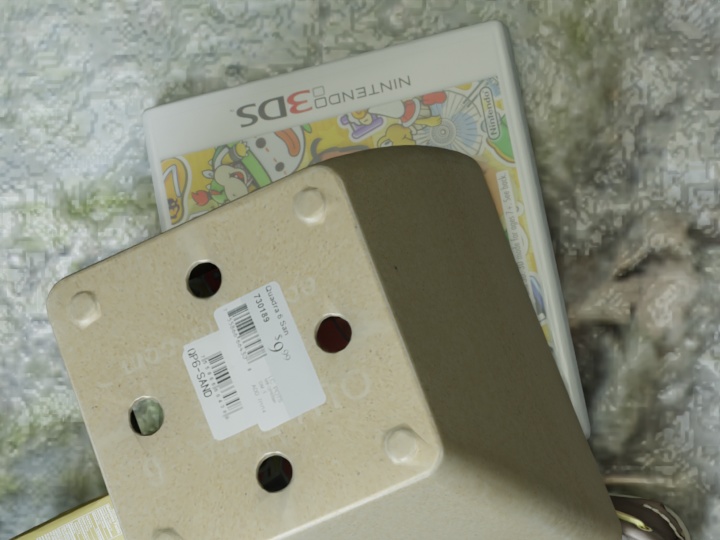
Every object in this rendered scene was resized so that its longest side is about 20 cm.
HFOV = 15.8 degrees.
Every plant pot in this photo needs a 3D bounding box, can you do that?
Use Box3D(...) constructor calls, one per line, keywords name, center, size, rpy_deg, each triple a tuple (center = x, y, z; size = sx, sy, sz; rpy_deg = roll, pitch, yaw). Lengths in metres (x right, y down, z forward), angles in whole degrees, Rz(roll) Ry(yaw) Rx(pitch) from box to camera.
Box3D(name="plant pot", center=(-0.027, 0.057, 1.108), size=(0.199, 0.177, 0.201), rpy_deg=(-24, 74, 10))

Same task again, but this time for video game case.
Box3D(name="video game case", center=(0.000, 0.000, 1.217), size=(0.181, 0.023, 0.201), rpy_deg=(-13, 80, 12))

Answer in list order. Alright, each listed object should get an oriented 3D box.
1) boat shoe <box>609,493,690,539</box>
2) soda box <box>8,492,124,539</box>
Box3D(name="boat shoe", center=(0.051, 0.131, 1.197), size=(0.199, 0.060, 0.072), rpy_deg=(1, 89, 12))
Box3D(name="soda box", center=(-0.092, 0.203, 1.223), size=(0.064, 0.068, 0.201), rpy_deg=(-25, 85, 11))
